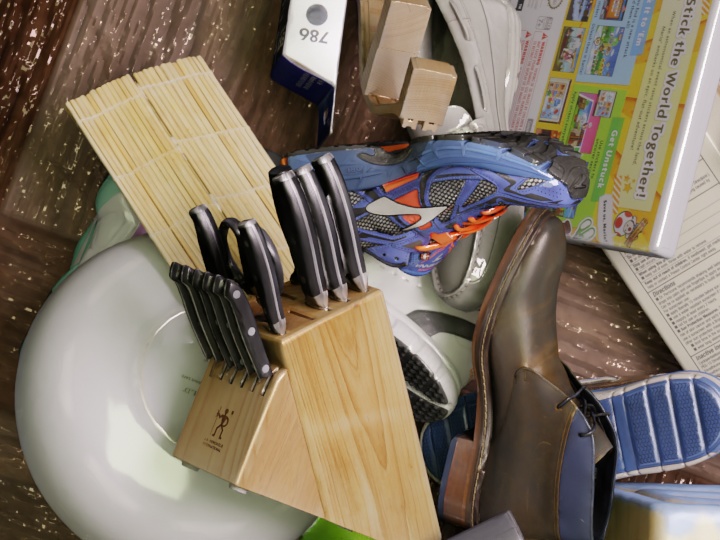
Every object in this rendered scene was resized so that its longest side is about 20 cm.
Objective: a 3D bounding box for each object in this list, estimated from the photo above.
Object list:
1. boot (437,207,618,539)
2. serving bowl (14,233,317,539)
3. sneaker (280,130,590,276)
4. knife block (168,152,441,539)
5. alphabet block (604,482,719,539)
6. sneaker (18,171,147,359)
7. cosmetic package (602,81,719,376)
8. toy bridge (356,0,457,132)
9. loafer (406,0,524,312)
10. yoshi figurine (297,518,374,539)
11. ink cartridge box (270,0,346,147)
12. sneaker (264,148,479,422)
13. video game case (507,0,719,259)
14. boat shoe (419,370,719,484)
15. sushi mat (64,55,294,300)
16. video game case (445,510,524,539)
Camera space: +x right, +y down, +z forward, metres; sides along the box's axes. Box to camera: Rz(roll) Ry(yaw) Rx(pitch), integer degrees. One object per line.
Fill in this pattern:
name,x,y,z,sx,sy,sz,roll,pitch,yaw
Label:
boot,0.114,0.066,1.206,0.097,0.075,0.201,18,108,21
serving bowl,-0.089,0.067,1.169,0.199,0.066,0.201,5,73,-17
sneaker,0.044,-0.037,1.178,0.075,0.199,0.079,-10,96,-48
knife block,-0.016,0.040,1.107,0.200,0.064,0.176,27,84,-38
alphabet block,0.234,0.232,1.230,0.194,0.196,0.201,2,88,-5
sneaker,-0.103,0.000,1.262,0.140,0.078,0.201,27,94,-7
cosmetic package,0.218,-0.013,1.278,0.105,0.071,0.200,-31,93,31
toy bridge,0.019,-0.130,1.228,0.027,0.200,0.067,8,119,-14
loafer,0.055,-0.075,1.245,0.070,0.070,0.201,14,66,-35
yoshi figurine,-0.059,0.187,1.244,0.200,0.112,0.112,-35,100,-9
ink cartridge box,-0.026,-0.177,1.261,0.039,0.099,0.201,7,86,-6
sneaker,0.000,0.000,1.282,0.200,0.074,0.080,47,55,1
video game case,0.135,-0.116,1.253,0.023,0.182,0.201,19,84,-45
boat shoe,0.136,0.101,1.273,0.199,0.072,0.073,-6,88,24
sushi mat,-0.080,-0.035,1.179,0.095,0.012,0.200,-22,66,-29
video game case,0.010,0.201,1.197,0.180,0.200,0.026,-25,73,-3
